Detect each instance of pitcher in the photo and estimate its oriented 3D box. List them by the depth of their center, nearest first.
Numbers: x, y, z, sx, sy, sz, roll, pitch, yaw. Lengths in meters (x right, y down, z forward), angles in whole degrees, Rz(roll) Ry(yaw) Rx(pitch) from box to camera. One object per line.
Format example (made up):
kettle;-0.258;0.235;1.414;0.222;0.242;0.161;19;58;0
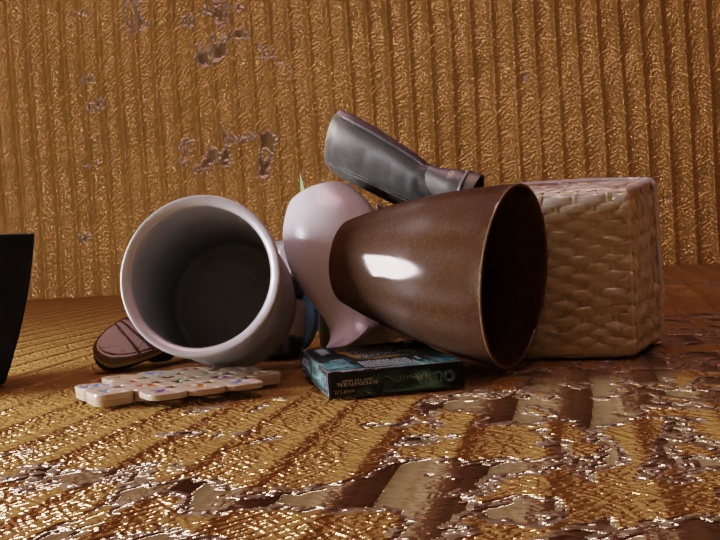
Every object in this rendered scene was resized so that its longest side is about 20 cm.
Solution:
pitcher;0.000;0.000;1.320;0.170;0.202;0.121;-4;-23;-36

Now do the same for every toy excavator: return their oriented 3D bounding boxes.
toy excavator;-0.132;0.073;1.491;0.192;0.101;0.200;-1;-10;21

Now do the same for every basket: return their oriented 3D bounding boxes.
basket;0.240;-0.002;1.271;0.198;0.201;0.161;-2;7;22

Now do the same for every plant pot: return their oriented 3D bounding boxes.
plant pot;0.073;-0.001;1.165;0.198;0.189;0.186;4;6;29
plant pot;-0.510;0.052;1.269;0.198;0.180;0.199;-1;3;31

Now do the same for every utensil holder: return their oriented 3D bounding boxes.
utensil holder;-0.158;0.024;1.229;0.168;0.172;0.200;-3;-11;4

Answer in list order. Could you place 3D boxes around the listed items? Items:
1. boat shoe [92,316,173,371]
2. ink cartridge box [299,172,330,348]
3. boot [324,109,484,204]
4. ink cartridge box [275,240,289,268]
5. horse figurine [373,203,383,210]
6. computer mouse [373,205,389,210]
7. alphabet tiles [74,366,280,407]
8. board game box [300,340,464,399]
boat shoe;-0.262;0.090;1.431;0.073;0.065;0.199;40;42;24
ink cartridge box;-0.047;-0.015;1.488;0.047;0.146;0.201;-5;45;-6
boot;0.049;-0.088;1.335;0.198;0.183;0.073;20;45;18
ink cartridge box;-0.105;0.021;1.867;0.143;0.147;0.200;-4;3;-9
horse figurine;0.026;0.014;1.439;0.049;0.202;0.132;16;10;12
computer mouse;0.011;0.009;1.501;0.058;0.202;0.034;13;18;-2
alphabet tiles;-0.187;0.119;1.138;0.198;0.015;0.195;-5;3;-28
board game box;0.016;0.099;1.130;0.134;0.029;0.200;-4;3;-10
